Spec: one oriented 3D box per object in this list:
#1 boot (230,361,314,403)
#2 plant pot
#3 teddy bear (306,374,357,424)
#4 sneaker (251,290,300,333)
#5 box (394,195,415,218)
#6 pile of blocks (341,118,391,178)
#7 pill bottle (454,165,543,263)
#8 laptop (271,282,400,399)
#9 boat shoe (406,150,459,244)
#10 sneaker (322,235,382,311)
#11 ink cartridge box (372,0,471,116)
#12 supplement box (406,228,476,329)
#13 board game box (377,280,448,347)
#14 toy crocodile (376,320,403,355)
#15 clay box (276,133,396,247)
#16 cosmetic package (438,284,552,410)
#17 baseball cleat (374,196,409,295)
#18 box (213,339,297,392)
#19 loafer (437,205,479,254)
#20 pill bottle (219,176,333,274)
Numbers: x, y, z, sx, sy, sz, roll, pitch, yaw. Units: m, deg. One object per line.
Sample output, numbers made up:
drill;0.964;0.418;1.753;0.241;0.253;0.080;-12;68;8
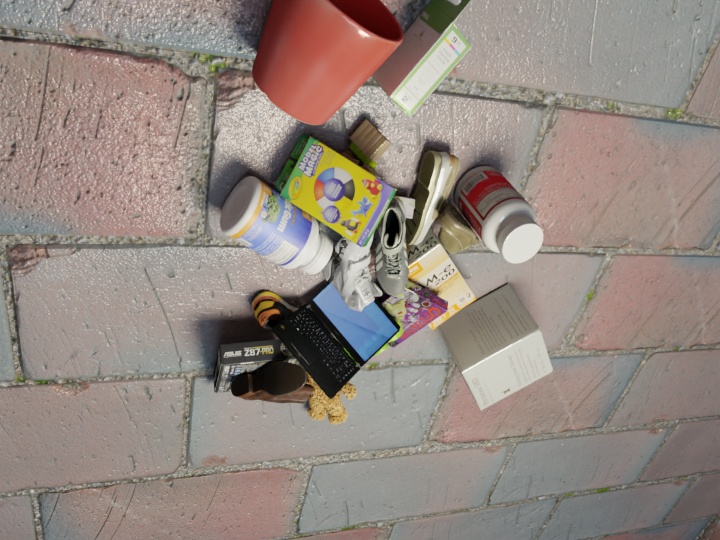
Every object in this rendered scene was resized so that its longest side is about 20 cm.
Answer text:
boot;-0.139;0.241;1.261;0.183;0.066;0.199;-10;157;28
plant pot;-0.062;-0.333;0.908;0.197;0.203;0.178;20;128;-31
teddy bear;-0.082;0.282;1.408;0.143;0.067;0.203;26;129;8
sneaker;-0.136;0.118;1.269;0.198;0.091;0.070;27;113;-34
box;0.011;-0.132;1.165;0.196;0.041;0.040;6;96;-24
pile of blocks;-0.004;-0.166;1.110;0.062;0.081;0.204;8;103;-66
pill bottle;0.268;-0.108;1.183;0.110;0.202;0.114;-10;129;-12
laptop;-0.043;0.116;1.210;0.178;0.199;0.103;48;123;5
boat shoe;0.140;-0.135;1.197;0.067;0.075;0.203;0;130;-23
sneaker;0.000;0.000;1.157;0.074;0.116;0.200;-30;168;-32
ink cartridge box;0.113;-0.363;0.998;0.059;0.105;0.200;30;110;-36
supplement box;0.150;0.020;1.315;0.125;0.074;0.200;-35;129;8
board game box;0.081;0.095;1.310;0.118;0.033;0.200;23;140;-22
toy crocodile;0.015;0.157;1.334;0.061;0.068;0.199;-30;174;-44
clay box;-0.049;-0.141;1.054;0.198;0.048;0.116;31;99;7
cosmetic package;0.314;0.180;1.437;0.197;0.168;0.169;-29;130;4
baseball cleat;0.055;-0.031;1.144;0.068;0.107;0.205;-3;114;7
box;-0.220;0.200;1.271;0.157;0.050;0.201;-1;154;-17
loafer;0.190;-0.070;1.220;0.067;0.077;0.199;-40;158;11
pill bottle;-0.146;-0.073;1.110;0.198;0.113;0.112;31;111;-36
